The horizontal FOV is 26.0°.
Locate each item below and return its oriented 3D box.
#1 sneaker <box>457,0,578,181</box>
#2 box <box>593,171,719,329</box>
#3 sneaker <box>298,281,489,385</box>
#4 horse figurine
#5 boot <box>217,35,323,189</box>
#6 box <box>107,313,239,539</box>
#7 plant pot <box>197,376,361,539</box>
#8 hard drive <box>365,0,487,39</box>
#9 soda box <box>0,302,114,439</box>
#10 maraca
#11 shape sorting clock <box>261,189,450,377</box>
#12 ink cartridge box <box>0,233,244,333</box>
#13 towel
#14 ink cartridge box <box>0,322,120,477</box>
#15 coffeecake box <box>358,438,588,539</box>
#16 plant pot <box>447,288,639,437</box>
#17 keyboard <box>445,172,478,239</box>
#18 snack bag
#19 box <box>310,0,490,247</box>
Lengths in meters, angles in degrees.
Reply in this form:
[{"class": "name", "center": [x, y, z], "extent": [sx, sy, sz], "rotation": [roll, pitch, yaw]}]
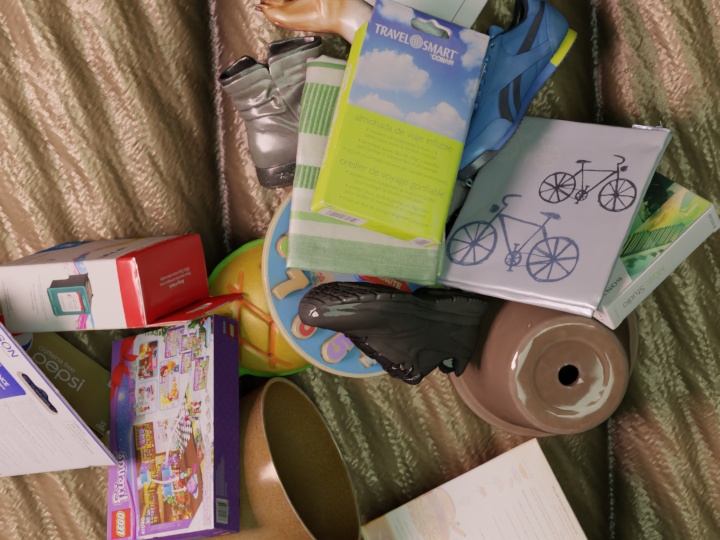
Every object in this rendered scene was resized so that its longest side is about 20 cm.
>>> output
[{"class": "sneaker", "center": [0.128, -0.177, 1.484], "extent": [0.078, 0.066, 0.200], "rotation": [38, 71, -14]}, {"class": "box", "center": [0.216, -0.046, 1.464], "extent": [0.144, 0.200, 0.036], "rotation": [-43, 136, -10]}, {"class": "sneaker", "center": [0.032, 0.058, 1.424], "extent": [0.199, 0.076, 0.091], "rotation": [7, 95, -31]}, {"class": "horse figurine", "center": [0.015, -0.249, 1.493], "extent": [0.200, 0.050, 0.133], "rotation": [35, 89, -7]}, {"class": "boot", "center": [-0.026, -0.164, 1.483], "extent": [0.199, 0.068, 0.131], "rotation": [-17, 114, 1]}, {"class": "box", "center": [-0.174, 0.151, 1.453], "extent": [0.137, 0.039, 0.201], "rotation": [-15, 68, 35]}, {"class": "plant pot", "center": [-0.130, 0.229, 1.517], "extent": [0.199, 0.186, 0.187], "rotation": [-26, 102, 15]}, {"class": "hard drive", "center": [0.038, -0.311, 1.463], "extent": [0.200, 0.027, 0.132], "rotation": [33, 83, -4]}, {"class": "soda box", "center": [-0.325, 0.092, 1.509], "extent": [0.200, 0.064, 0.068], "rotation": [38, 140, -9]}, {"class": "maraca", "center": [-0.099, 0.044, 1.511], "extent": [0.199, 0.107, 0.137], "rotation": [-25, 100, 10]}, {"class": "shape sorting clock", "center": [0.000, 0.000, 1.463], "extent": [0.199, 0.039, 0.201], "rotation": [4, 82, -31]}, {"class": "ink cartridge box", "center": [-0.222, 0.011, 1.448], "extent": [0.199, 0.116, 0.068], "rotation": [-4, 101, 26]}, {"class": "towel", "center": [0.011, -0.093, 1.445], "extent": [0.152, 0.023, 0.201], "rotation": [7, 82, -17]}, {"class": "ink cartridge box", "center": [-0.336, 0.110, 1.453], "extent": [0.199, 0.047, 0.198], "rotation": [-13, 123, 37]}, {"class": "coffeecake box", "center": [0.122, 0.283, 1.557], "extent": [0.199, 0.073, 0.154], "rotation": [-27, 74, 1]}, {"class": "plant pot", "center": [0.186, 0.082, 1.504], "extent": [0.199, 0.175, 0.201], "rotation": [-1, 101, -5]}, {"class": "keyboard", "center": [0.072, -0.072, 1.540], "extent": [0.104, 0.040, 0.200], "rotation": [42, 87, -3]}, {"class": "snack bag", "center": [0.175, -0.059, 1.452], "extent": [0.021, 0.188, 0.200], "rotation": [47, 62, -46]}, {"class": "box", "center": [0.037, -0.134, 1.421], "extent": [0.122, 0.048, 0.201], "rotation": [17, 79, -16]}]
